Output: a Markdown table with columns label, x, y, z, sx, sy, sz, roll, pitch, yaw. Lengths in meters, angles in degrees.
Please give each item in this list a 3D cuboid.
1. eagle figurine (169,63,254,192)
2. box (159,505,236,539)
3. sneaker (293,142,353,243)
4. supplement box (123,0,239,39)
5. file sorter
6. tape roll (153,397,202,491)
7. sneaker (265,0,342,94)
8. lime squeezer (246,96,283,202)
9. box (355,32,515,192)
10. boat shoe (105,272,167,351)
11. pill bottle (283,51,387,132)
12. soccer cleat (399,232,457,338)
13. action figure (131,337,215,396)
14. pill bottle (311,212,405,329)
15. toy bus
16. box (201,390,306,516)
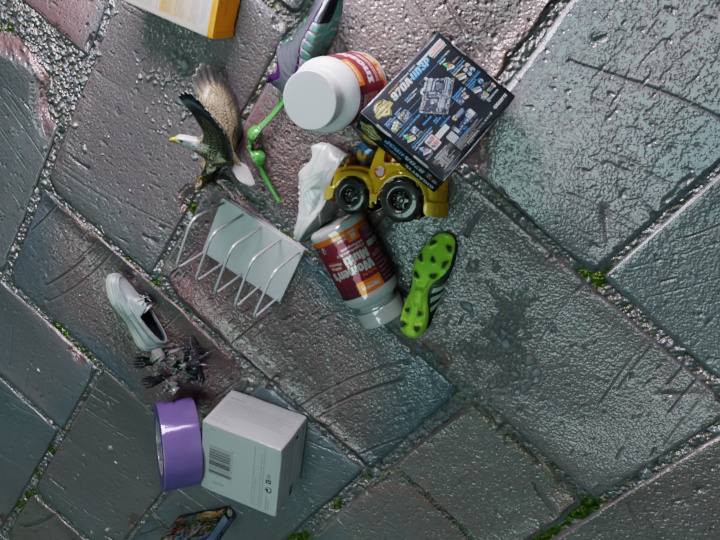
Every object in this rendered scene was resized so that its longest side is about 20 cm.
| label | x | y | z | sx | sy | sz | roll | pitch | yaw |
| --- | --- | --- | --- | --- | --- | --- | --- | --- | --- |
| eagle figurine | -0.265 | -0.242 | 1.086 | 0.152 | 0.151 | 0.201 | 39 | 128 | 25 |
| box | -0.435 | 0.687 | 1.572 | 0.199 | 0.137 | 0.038 | -22 | 104 | 28 |
| sneaker | -0.081 | -0.143 | 1.117 | 0.080 | 0.070 | 0.201 | 38 | 119 | 20 |
| supplement box | -0.308 | -0.497 | 1.044 | 0.199 | 0.074 | 0.126 | 27 | 120 | 9 |
| file sorter | -0.239 | -0.021 | 1.193 | 0.200 | 0.125 | 0.139 | 32 | 121 | 6 |
| tape roll | -0.426 | 0.402 | 1.408 | 0.200 | 0.085 | 0.201 | 175 | 90 | -65 |
| sneaker | -0.102 | -0.383 | 1.012 | 0.087 | 0.074 | 0.200 | 35 | 121 | 11 |
| lime squeezer | -0.178 | -0.229 | 1.137 | 0.070 | 0.038 | 0.201 | 2 | 115 | -13 |
| box | 0.116 | -0.243 | 0.921 | 0.159 | 0.200 | 0.046 | 40 | 162 | 2 |
| boat shoe | -0.506 | 0.090 | 1.389 | 0.071 | 0.070 | 0.201 | -18 | 108 | 16 |
| pill bottle | -0.039 | -0.281 | 0.954 | 0.112 | 0.200 | 0.113 | 8 | 115 | 18 |
| soccer cleat | 0.124 | 0.027 | 1.102 | 0.067 | 0.081 | 0.201 | 23 | 97 | 21 |
| action figure | -0.434 | 0.227 | 1.395 | 0.199 | 0.102 | 0.119 | -15 | 94 | 28 |
| pill bottle | 0.000 | 0.000 | 1.113 | 0.109 | 0.110 | 0.201 | -22 | 102 | 28 |
| toy bus | 0.053 | -0.182 | 1.010 | 0.199 | 0.136 | 0.193 | 10 | 102 | 20 |
| box | -0.244 | 0.412 | 1.378 | 0.199 | 0.131 | 0.200 | 15 | 117 | 15 |
